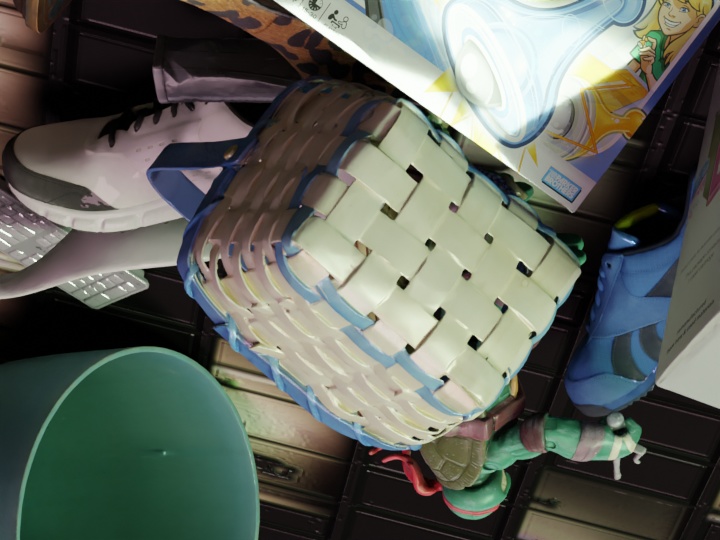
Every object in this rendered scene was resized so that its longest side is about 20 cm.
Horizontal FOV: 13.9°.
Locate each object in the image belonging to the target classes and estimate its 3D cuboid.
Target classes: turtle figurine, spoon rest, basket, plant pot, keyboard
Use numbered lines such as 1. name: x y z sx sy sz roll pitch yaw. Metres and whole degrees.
1. turtle figurine: 0.071 0.058 1.496 0.150 0.101 0.200 32 135 38
2. spoon rest: -0.149 -0.014 1.542 0.200 0.099 0.061 3 102 14
3. basket: 0.000 0.000 1.363 0.176 0.139 0.200 42 157 -19
4. plant pot: -0.183 0.140 1.693 0.161 0.201 0.201 2 146 38
5. keyboard: -0.206 -0.035 1.601 0.200 0.011 0.056 34 142 -26

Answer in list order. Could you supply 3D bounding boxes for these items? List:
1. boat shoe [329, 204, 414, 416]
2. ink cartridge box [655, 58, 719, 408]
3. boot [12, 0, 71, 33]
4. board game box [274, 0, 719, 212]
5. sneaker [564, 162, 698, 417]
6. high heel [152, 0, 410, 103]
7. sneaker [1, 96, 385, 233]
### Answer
1. boat shoe: -0.005 0.024 1.556 0.067 0.072 0.200 8 149 11
2. ink cartridge box: 0.224 -0.026 1.287 0.144 0.200 0.085 21 150 -8
3. boot: -0.162 -0.192 1.324 0.097 0.075 0.200 29 147 10
4. board game box: 0.055 -0.133 1.267 0.200 0.034 0.135 33 97 -26
5. sneaker: 0.146 0.005 1.487 0.078 0.066 0.200 33 143 -8
6. high heel: -0.030 -0.146 1.338 0.142 0.071 0.200 0 144 4
7. sneaker: -0.086 -0.067 1.472 0.200 0.074 0.080 -1 129 14
